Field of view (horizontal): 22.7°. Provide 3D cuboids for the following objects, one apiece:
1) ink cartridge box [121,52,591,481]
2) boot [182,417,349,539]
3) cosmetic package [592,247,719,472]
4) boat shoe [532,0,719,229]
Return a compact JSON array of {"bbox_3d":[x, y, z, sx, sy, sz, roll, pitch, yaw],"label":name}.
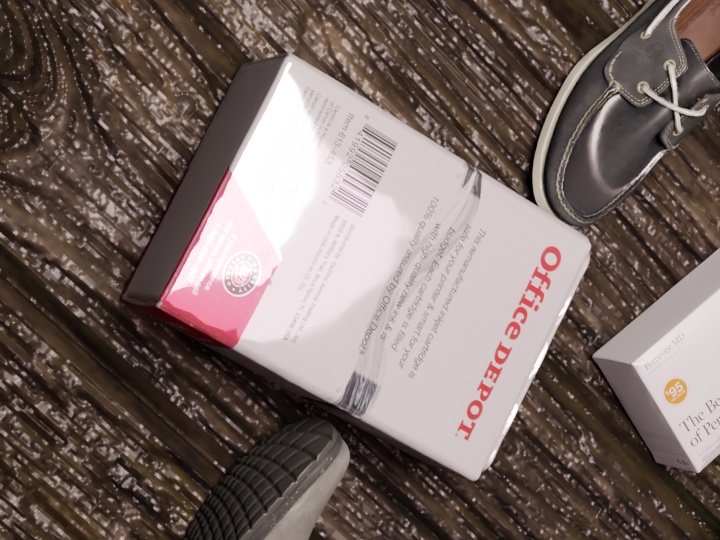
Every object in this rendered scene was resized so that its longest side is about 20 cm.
[{"bbox_3d":[0.000,0.000,0.943,0.199,0.084,0.145,30,81,-19],"label":"ink cartridge box"},{"bbox_3d":[-0.041,0.187,0.952,0.130,0.068,0.200,38,86,-24],"label":"boot"},{"bbox_3d":[0.238,0.024,1.060,0.200,0.051,0.083,-39,105,-16],"label":"cosmetic package"},{"bbox_3d":[0.171,-0.107,1.020,0.072,0.068,0.200,44,78,-19],"label":"boat shoe"}]
